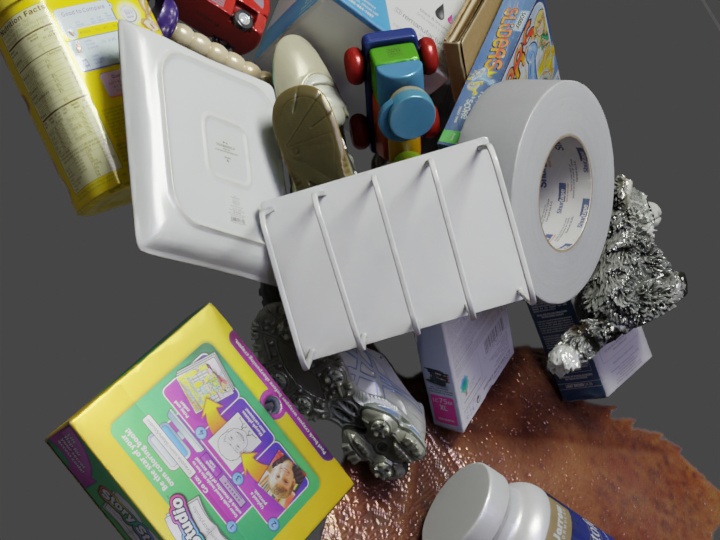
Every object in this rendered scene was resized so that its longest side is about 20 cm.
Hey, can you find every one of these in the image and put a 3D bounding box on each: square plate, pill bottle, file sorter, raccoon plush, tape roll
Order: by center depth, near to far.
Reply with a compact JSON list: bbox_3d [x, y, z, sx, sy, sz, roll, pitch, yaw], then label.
[{"bbox_3d":[0.028,-0.013,1.067,0.198,0.125,0.140,-16,94,3],"label":"file sorter"},{"bbox_3d":[-0.120,-0.096,1.122,0.199,0.028,0.200,16,61,-53],"label":"square plate"},{"bbox_3d":[0.159,0.264,1.210,0.199,0.115,0.116,35,53,-19],"label":"pill bottle"},{"bbox_3d":[0.160,-0.072,1.215,0.200,0.066,0.202,-11,104,-53],"label":"tape roll"},{"bbox_3d":[0.235,-0.005,1.294,0.200,0.096,0.135,-34,97,-42],"label":"raccoon plush"}]

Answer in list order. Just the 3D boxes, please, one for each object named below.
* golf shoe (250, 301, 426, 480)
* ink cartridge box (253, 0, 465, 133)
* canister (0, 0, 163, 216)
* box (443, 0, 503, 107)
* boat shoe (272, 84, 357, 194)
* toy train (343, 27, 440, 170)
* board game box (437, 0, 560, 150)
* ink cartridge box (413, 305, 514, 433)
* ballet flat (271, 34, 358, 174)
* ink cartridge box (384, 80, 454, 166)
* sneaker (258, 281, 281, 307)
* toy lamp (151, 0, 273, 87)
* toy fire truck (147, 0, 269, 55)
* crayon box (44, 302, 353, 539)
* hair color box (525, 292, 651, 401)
[{"bbox_3d":[-0.017,0.095,1.200,0.200,0.078,0.097,48,30,-13],"label":"golf shoe"},{"bbox_3d":[0.013,-0.268,1.325,0.146,0.146,0.201,32,54,-21],"label":"ink cartridge box"},{"bbox_3d":[-0.221,-0.160,1.141,0.148,0.086,0.201,-23,86,-43],"label":"canister"},{"bbox_3d":[0.132,-0.196,1.324,0.201,0.021,0.164,75,34,-45],"label":"box"},{"bbox_3d":[-0.027,-0.063,1.173,0.066,0.071,0.203,-34,109,-81],"label":"boat shoe"},{"bbox_3d":[0.038,-0.107,1.219,0.084,0.201,0.116,-8,39,-5],"label":"toy train"},{"bbox_3d":[0.136,-0.155,1.280,0.201,0.034,0.136,-65,152,-25],"label":"board game box"},{"bbox_3d":[0.093,0.037,1.244,0.120,0.042,0.201,-51,142,-40],"label":"ink cartridge box"},{"bbox_3d":[-0.033,-0.119,1.231,0.069,0.069,0.202,-21,107,-41],"label":"ballet flat"},{"bbox_3d":[0.108,-0.128,1.399,0.199,0.040,0.201,35,54,-22],"label":"ink cartridge box"},{"bbox_3d":[0.000,0.000,1.229,0.199,0.090,0.067,-6,72,-38],"label":"sneaker"},{"bbox_3d":[-0.110,-0.187,1.258,0.199,0.058,0.059,28,55,-21],"label":"toy lamp"},{"bbox_3d":[-0.168,-0.310,1.273,0.199,0.049,0.142,28,55,-24],"label":"toy fire truck"},{"bbox_3d":[-0.126,0.157,1.084,0.201,0.058,0.172,52,50,-5],"label":"crayon box"},{"bbox_3d":[0.223,0.022,1.376,0.100,0.060,0.202,-31,104,-44],"label":"hair color box"}]
